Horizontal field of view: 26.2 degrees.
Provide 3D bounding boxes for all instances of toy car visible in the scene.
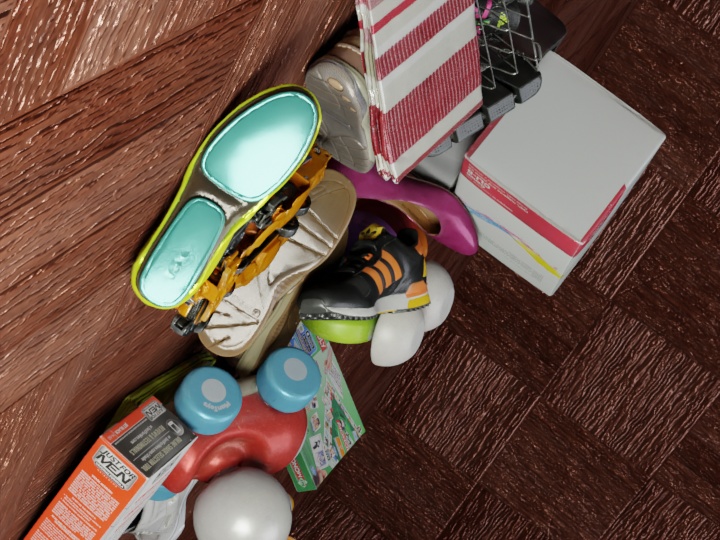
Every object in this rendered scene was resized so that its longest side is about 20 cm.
[{"bbox_3d":[0.006,-0.002,1.675,0.200,0.174,0.151,-43,148,-54],"label":"toy car"},{"bbox_3d":[-0.108,0.211,1.500,0.176,0.201,0.184,-12,155,-35],"label":"toy car"}]

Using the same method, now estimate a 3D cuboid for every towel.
[{"bbox_3d":[0.049,-0.188,1.255,0.144,0.023,0.201,-43,138,-36],"label":"towel"},{"bbox_3d":[-0.204,0.136,1.525,0.086,0.018,0.200,-57,172,17],"label":"towel"}]

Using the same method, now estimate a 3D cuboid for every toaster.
[{"bbox_3d":[0.104,-0.193,1.582,0.181,0.118,0.200,-60,170,32],"label":"toaster"}]

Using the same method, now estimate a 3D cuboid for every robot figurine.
[{"bbox_3d":[-0.100,-0.030,1.278,0.200,0.058,0.145,-46,169,-51],"label":"robot figurine"}]

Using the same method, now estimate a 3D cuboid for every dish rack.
[{"bbox_3d":[0.085,-0.206,1.348,0.153,0.055,0.201,-33,133,-20],"label":"dish rack"}]

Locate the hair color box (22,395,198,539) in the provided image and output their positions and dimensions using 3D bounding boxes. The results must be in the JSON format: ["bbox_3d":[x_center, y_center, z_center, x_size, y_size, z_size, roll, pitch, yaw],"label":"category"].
[{"bbox_3d":[-0.241,0.216,1.416,0.200,0.061,0.101,-51,175,26],"label":"hair color box"}]

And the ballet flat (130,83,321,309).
[{"bbox_3d":[-0.104,-0.060,1.151,0.200,0.067,0.067,-52,-166,7],"label":"ballet flat"}]

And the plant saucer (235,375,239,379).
[{"bbox_3d":[-0.155,0.167,1.788,0.201,0.037,0.200,-49,-178,2],"label":"plant saucer"}]

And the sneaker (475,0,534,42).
[{"bbox_3d":[0.101,-0.243,1.420,0.200,0.087,0.074,-44,161,-40],"label":"sneaker"}]

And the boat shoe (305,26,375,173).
[{"bbox_3d":[-0.002,-0.144,1.326,0.072,0.076,0.200,-54,174,-15],"label":"boat shoe"}]

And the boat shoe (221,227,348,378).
[{"bbox_3d":[-0.085,0.018,1.534,0.072,0.072,0.200,-23,149,-58],"label":"boat shoe"}]

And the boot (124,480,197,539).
[{"bbox_3d":[-0.242,0.263,1.716,0.095,0.074,0.200,-31,156,-40],"label":"boot"}]

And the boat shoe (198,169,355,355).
[{"bbox_3d":[-0.079,-0.012,1.435,0.200,0.072,0.072,-55,-172,6],"label":"boat shoe"}]

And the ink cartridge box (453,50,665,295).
[{"bbox_3d":[0.189,-0.091,1.548,0.146,0.144,0.200,-51,172,-14],"label":"ink cartridge box"}]

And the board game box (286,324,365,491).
[{"bbox_3d":[-0.067,0.127,1.732,0.029,0.201,0.135,-13,-164,30],"label":"board game box"}]

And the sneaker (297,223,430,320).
[{"bbox_3d":[0.000,0.000,1.514,0.200,0.070,0.091,-7,94,-57],"label":"sneaker"}]

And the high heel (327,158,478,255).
[{"bbox_3d":[0.033,-0.058,1.537,0.096,0.200,0.067,-56,-158,-21],"label":"high heel"}]
